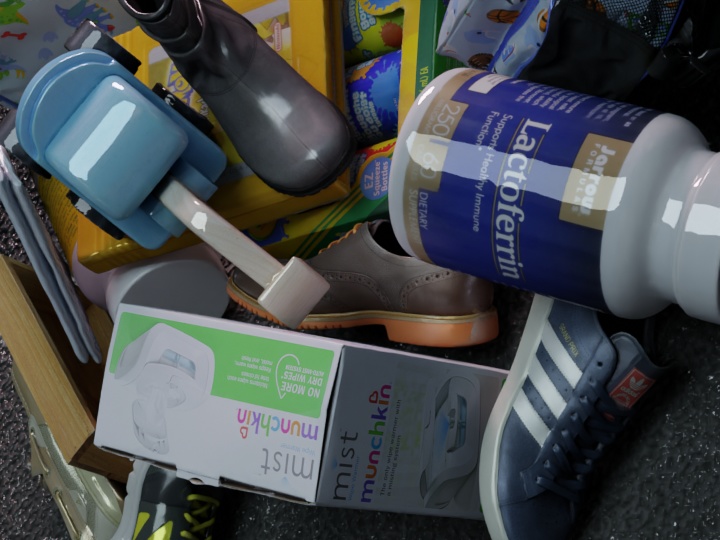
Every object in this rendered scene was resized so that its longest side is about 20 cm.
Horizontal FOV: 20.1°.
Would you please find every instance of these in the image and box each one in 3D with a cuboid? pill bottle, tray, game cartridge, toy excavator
[{"bbox_3d":[-0.165,-0.040,1.465,0.112,0.112,0.200,-45,46,17],"label":"pill bottle"},{"bbox_3d":[0.126,-0.039,1.124,0.200,0.116,0.116,15,80,29],"label":"pill bottle"},{"bbox_3d":[-0.197,0.074,1.447,0.037,0.099,0.200,-49,45,15],"label":"tray"},{"bbox_3d":[-0.102,-0.103,1.365,0.200,0.032,0.177,-16,59,22],"label":"game cartridge"},{"bbox_3d":[-0.122,-0.050,1.259,0.100,0.194,0.200,-49,22,1],"label":"toy excavator"}]

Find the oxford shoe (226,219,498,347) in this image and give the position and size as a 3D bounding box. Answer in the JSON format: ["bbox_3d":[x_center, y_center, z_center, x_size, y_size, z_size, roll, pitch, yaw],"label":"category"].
[{"bbox_3d":[0.000,0.000,1.303,0.200,0.071,0.073,6,106,31],"label":"oxford shoe"}]

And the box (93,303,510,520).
[{"bbox_3d":[-0.029,0.087,1.223,0.200,0.176,0.097,9,87,45],"label":"box"}]

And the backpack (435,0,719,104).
[{"bbox_3d":[0.141,-0.180,1.209,0.191,0.154,0.200,-59,6,-22],"label":"backpack"}]

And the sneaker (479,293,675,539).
[{"bbox_3d":[0.131,0.076,1.163,0.084,0.075,0.200,0,70,45],"label":"sneaker"}]

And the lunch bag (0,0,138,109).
[{"bbox_3d":[-0.227,-0.187,1.530,0.161,0.200,0.083,-37,48,24],"label":"lunch bag"}]

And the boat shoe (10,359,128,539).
[{"bbox_3d":[-0.210,0.131,1.455,0.065,0.072,0.200,-48,51,12],"label":"boat shoe"}]

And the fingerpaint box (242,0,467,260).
[{"bbox_3d":[0.003,-0.106,1.370,0.167,0.073,0.200,-15,60,37],"label":"fingerpaint box"}]

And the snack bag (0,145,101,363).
[{"bbox_3d":[-0.241,-0.055,1.416,0.021,0.189,0.200,-25,46,-7],"label":"snack bag"}]

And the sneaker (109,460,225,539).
[{"bbox_3d":[-0.121,0.186,1.353,0.085,0.074,0.200,38,106,40],"label":"sneaker"}]

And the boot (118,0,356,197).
[{"bbox_3d":[-0.093,-0.132,1.272,0.070,0.132,0.200,-47,51,2],"label":"boot"}]
